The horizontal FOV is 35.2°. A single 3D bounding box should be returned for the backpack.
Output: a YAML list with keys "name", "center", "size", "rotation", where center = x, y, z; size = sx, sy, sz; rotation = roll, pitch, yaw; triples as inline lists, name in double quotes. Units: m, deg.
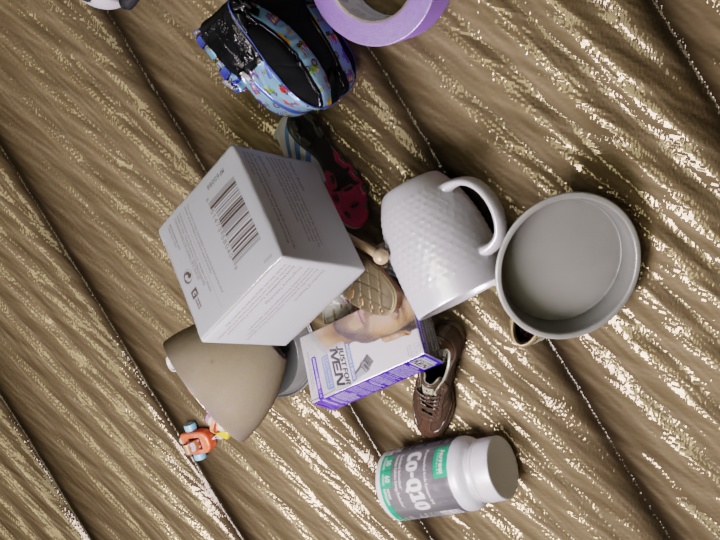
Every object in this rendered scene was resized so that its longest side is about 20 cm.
- name: "backpack"
  center: [-0.110, -0.307, 1.604]
  size: [0.134, 0.183, 0.200]
  rotation: [-29, 104, 43]

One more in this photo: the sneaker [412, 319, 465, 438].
- name: "sneaker"
  center: [0.104, 0.172, 1.709]
  size: [0.070, 0.075, 0.202]
  rotation: [19, 116, 23]

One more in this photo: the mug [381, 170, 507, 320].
- name: "mug"
  center: [0.122, -0.051, 1.567]
  size: [0.200, 0.147, 0.176]
  rotation: [-34, 80, 47]

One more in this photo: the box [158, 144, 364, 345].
- name: "box"
  center: [-0.141, -0.030, 1.596]
  size: [0.200, 0.171, 0.200]
  rotation: [-44, 58, 31]

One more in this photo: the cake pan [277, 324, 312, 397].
- name: "cake pan"
  center: [-0.165, 0.123, 1.875]
  size: [0.199, 0.037, 0.202]
  rotation: [11, 113, 27]

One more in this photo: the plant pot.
- name: "plant pot"
  center: [-0.195, 0.148, 1.785]
  size: [0.134, 0.200, 0.201]
  rotation: [-40, 85, -1]

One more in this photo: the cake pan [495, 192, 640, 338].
- name: "cake pan"
  center: [0.269, -0.010, 1.496]
  size: [0.198, 0.037, 0.202]
  rotation: [-4, 110, -10]

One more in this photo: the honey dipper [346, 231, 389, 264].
- name: "honey dipper"
  center: [-0.026, -0.052, 1.627]
  size: [0.200, 0.038, 0.038]
  rotation: [33, 126, 47]

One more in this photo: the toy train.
- name: "toy train"
  center: [-0.287, 0.244, 1.982]
  size: [0.149, 0.056, 0.202]
  rotation: [-6, 105, 32]

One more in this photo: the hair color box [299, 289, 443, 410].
- name: "hair color box"
  center: [0.013, 0.116, 1.662]
  size: [0.199, 0.065, 0.110]
  rotation: [-26, 61, 23]

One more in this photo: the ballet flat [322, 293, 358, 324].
- name: "ballet flat"
  center: [-0.023, 0.088, 1.761]
  size: [0.075, 0.064, 0.201]
  rotation: [-17, 98, 35]

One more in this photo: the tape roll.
- name: "tape roll"
  center: [0.027, -0.410, 1.543]
  size: [0.199, 0.066, 0.202]
  rotation: [12, 114, 27]

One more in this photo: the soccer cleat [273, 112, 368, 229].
- name: "soccer cleat"
  center: [-0.059, -0.147, 1.702]
  size: [0.201, 0.070, 0.086]
  rotation: [58, 147, -3]

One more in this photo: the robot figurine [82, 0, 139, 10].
- name: "robot figurine"
  center: [-0.366, -0.486, 1.709]
  size: [0.124, 0.151, 0.200]
  rotation: [30, 129, -25]

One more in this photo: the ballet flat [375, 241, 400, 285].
- name: "ballet flat"
  center: [0.045, 0.056, 1.712]
  size: [0.066, 0.057, 0.202]
  rotation: [5, 111, 28]

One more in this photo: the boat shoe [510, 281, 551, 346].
- name: "boat shoe"
  center: [0.253, 0.017, 1.568]
  size: [0.074, 0.066, 0.202]
  rotation: [18, 117, 24]

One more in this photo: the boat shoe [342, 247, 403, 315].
- name: "boat shoe"
  center: [0.000, 0.000, 1.649]
  size: [0.200, 0.067, 0.073]
  rotation: [34, 118, 41]

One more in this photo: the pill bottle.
- name: "pill bottle"
  center: [0.131, 0.313, 1.724]
  size: [0.199, 0.113, 0.114]
  rotation: [-18, 99, 34]
